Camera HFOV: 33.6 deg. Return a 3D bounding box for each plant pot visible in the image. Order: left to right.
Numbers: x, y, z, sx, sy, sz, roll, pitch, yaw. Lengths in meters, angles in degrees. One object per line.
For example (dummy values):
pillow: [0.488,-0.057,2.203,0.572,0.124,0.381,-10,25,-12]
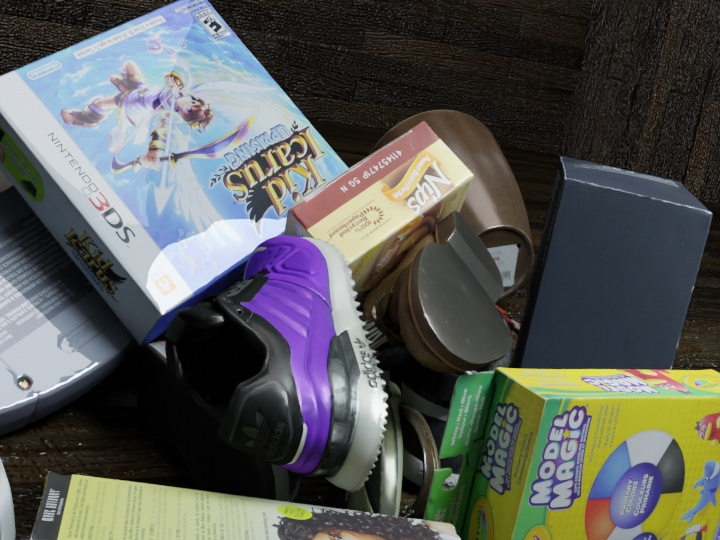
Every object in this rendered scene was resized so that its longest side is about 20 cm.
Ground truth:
plant pot: [0.114,-0.054,1.344,0.184,0.189,0.201,6,27,-23]

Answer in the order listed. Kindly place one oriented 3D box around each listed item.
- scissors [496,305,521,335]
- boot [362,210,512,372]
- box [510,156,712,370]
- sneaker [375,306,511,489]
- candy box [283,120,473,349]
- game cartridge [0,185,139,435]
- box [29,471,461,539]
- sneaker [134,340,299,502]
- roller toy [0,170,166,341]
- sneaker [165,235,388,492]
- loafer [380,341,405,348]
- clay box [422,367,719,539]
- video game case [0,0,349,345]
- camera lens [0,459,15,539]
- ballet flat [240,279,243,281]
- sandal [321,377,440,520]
scissors: [0.129,0.042,1.032,0.198,0.014,0.073,25,18,-32]
boot: [0.038,0.025,0.680,0.074,0.075,0.200,54,13,-6]
box: [0.174,0.031,0.879,0.102,0.203,0.182,13,12,7]
sneaker: [0.060,0.063,0.817,0.072,0.113,0.200,18,12,-12]
candy box: [0.000,0.000,0.810,0.115,0.201,0.055,-34,72,-24]
game cartridge: [-0.201,0.016,0.735,0.133,0.041,0.200,40,42,9]
box: [-0.048,0.138,0.532,0.196,0.051,0.075,9,12,-12]
sneaker: [-0.050,0.087,0.706,0.119,0.085,0.199,-6,17,-27]
roller toy: [-0.185,-0.045,0.910,0.137,0.204,0.182,13,-1,7]
sneaker: [-0.054,0.031,0.626,0.098,0.070,0.201,13,23,-21]
loafer: [0.039,0.038,1.061,0.199,0.074,0.071,32,18,35]
clay box: [0.127,0.115,0.650,0.197,0.117,0.047,3,15,-35]
video game case: [-0.123,-0.076,0.785,0.182,0.045,0.199,50,49,4]
camera lens: [-0.215,0.070,0.406,0.158,0.163,0.199,4,14,-32]
ballet flat: [-0.084,-0.053,0.871,0.069,0.204,0.071,0,-14,0]
sandal: [0.019,0.110,0.675,0.057,0.081,0.201,25,12,0]
